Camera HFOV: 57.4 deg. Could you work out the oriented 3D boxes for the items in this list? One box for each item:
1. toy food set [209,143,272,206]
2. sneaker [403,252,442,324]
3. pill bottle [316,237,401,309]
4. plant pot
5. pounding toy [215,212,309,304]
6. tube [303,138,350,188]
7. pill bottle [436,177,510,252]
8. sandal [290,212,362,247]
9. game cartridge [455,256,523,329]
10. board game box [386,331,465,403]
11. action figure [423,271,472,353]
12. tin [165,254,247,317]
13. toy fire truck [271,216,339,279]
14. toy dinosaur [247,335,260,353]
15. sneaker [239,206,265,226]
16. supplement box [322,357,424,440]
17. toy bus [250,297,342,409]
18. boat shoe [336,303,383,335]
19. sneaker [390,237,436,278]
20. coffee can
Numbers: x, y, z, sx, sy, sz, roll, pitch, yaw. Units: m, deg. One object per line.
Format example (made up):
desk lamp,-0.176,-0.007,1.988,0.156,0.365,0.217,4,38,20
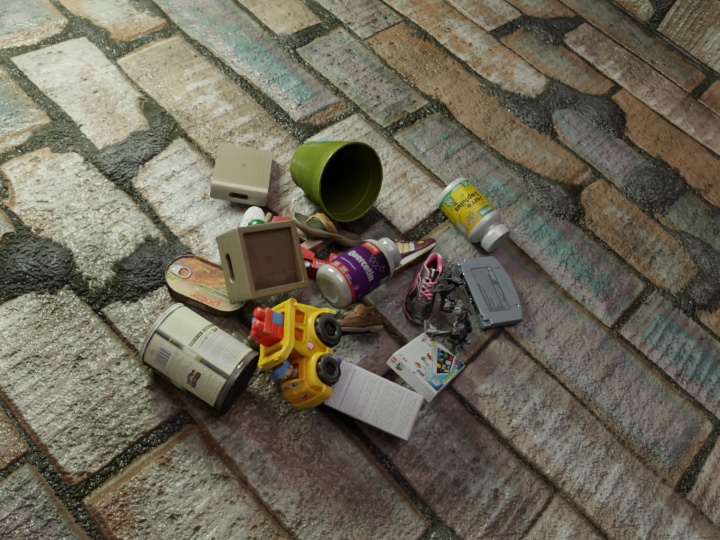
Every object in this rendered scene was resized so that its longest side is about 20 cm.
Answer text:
toy food set,-0.309,-0.252,1.720,0.143,0.061,0.201,8,46,-11
sneaker,0.164,0.037,1.631,0.079,0.096,0.201,20,54,-4
pill bottle,0.000,0.000,1.549,0.200,0.113,0.113,-33,70,-31
plant pot,-0.080,-0.248,1.686,0.200,0.201,0.193,-25,34,-30
pounding toy,-0.226,-0.040,1.501,0.183,0.142,0.201,-12,88,-40
tube,-0.079,-0.300,1.828,0.077,0.051,0.200,-12,55,-35
pill bottle,0.311,-0.148,1.796,0.112,0.113,0.200,-28,68,-31
sandal,-0.081,-0.112,1.656,0.199,0.054,0.080,18,24,-19
game cartridge,0.339,0.056,1.710,0.133,0.041,0.201,-8,58,-18
board game box,0.152,0.212,1.483,0.126,0.035,0.200,42,25,14
action figure,0.212,0.106,1.573,0.101,0.201,0.119,2,33,29
tin,-0.350,0.037,1.507,0.199,0.042,0.112,24,48,-1
toy fire truck,-0.134,-0.050,1.628,0.199,0.049,0.142,14,51,-9
toy dinosaur,-0.186,0.158,1.455,0.199,0.048,0.088,8,21,-46
sneaker,-0.272,-0.084,1.596,0.071,0.073,0.201,15,51,-4
supplement box,0.022,0.274,1.396,0.199,0.101,0.104,23,77,1
toy bus,-0.145,0.158,1.327,0.191,0.135,0.201,26,50,-39
boat shoe,-0.016,0.110,1.485,0.200,0.072,0.068,7,75,-63
sneaker,0.109,-0.053,1.690,0.199,0.075,0.090,-29,74,-33
coffee can,-0.326,0.179,1.343,0.199,0.147,0.147,32,53,6
